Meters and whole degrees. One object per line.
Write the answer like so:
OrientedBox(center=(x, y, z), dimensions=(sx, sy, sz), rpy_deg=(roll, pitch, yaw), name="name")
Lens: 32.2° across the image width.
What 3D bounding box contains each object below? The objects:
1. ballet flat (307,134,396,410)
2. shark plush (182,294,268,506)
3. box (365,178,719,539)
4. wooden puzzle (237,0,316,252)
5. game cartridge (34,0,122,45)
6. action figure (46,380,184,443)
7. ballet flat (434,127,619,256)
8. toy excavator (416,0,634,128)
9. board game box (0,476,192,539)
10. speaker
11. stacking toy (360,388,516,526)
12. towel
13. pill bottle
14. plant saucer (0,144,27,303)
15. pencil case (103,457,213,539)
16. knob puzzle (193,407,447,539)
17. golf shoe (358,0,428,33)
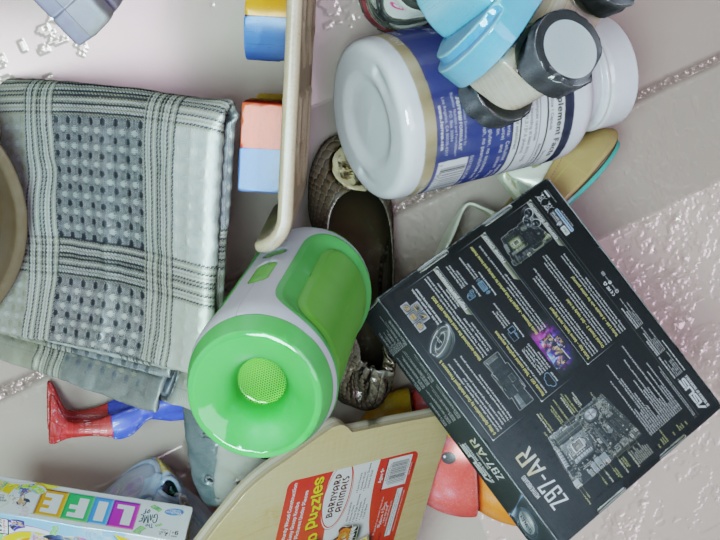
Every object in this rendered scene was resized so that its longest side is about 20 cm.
OrientedBox(center=(0.000, 0.000, 0.891), dimensions=(0.067, 0.046, 0.200), rpy_deg=(-1, 86, -23), name="ballet flat")
OrientedBox(center=(-0.113, 0.058, 0.812), dimensions=(0.083, 0.091, 0.200), rpy_deg=(-24, 109, 22), name="shark plush")
OrientedBox(center=(0.123, 0.061, 0.846), dimensions=(0.160, 0.044, 0.200), rpy_deg=(-35, 85, -22), name="box")
OrientedBox(center=(-0.051, -0.123, 0.801), dimensions=(0.046, 0.185, 0.200), rpy_deg=(8, 101, -1), name="wooden puzzle")
OrientedBox(center=(-0.181, -0.216, 0.729), dimensions=(0.038, 0.200, 0.130), rpy_deg=(-39, 110, 21), name="game cartridge")
OrientedBox(center=(-0.117, 0.066, 0.876), dimensions=(0.200, 0.065, 0.099), rpy_deg=(0, 100, -17), name="action figure")
OrientedBox(center=(0.113, -0.043, 0.931), dimensions=(0.063, 0.069, 0.200), rpy_deg=(40, 86, -8), name="ballet flat")
OrientedBox(center=(0.076, -0.218, 0.766), dimensions=(0.200, 0.100, 0.195), rpy_deg=(37, 70, -14), name="toy excavator")
OrientedBox(center=(-0.189, 0.233, 0.844), dimensions=(0.134, 0.034, 0.200), rpy_deg=(9, 122, -1), name="board game box")
OrientedBox(center=(-0.043, 0.036, 0.746), dimensions=(0.088, 0.200, 0.089), rpy_deg=(2, 108, 7), name="speaker")
OrientedBox(center=(0.048, 0.133, 0.928), dimensions=(0.200, 0.146, 0.146), rpy_deg=(-8, 104, 0), name="stacking toy")
OrientedBox(center=(-0.165, -0.017, 0.791), dimensions=(0.035, 0.192, 0.200), rpy_deg=(-15, 112, -59), name="towel")
OrientedBox(center=(0.091, -0.123, 0.875), dimensions=(0.200, 0.111, 0.111), rpy_deg=(-15, 106, -24), name="pill bottle")
OrientedBox(center=(-0.312, -0.035, 0.786), dimensions=(0.200, 0.029, 0.200), rpy_deg=(-5, 117, -10), name="plant saucer")
OrientedBox(center=(-0.108, 0.223, 0.901), dimensions=(0.091, 0.083, 0.200), rpy_deg=(-35, 113, 17), name="pencil case")
OrientedBox(center=(-0.042, 0.178, 0.839), dimensions=(0.219, 0.030, 0.220), rpy_deg=(-22, 131, -28), name="knob puzzle")
OrientedBox(center=(0.086, -0.242, 0.863), dimensions=(0.073, 0.092, 0.200), rpy_deg=(42, 85, -14), name="golf shoe")
